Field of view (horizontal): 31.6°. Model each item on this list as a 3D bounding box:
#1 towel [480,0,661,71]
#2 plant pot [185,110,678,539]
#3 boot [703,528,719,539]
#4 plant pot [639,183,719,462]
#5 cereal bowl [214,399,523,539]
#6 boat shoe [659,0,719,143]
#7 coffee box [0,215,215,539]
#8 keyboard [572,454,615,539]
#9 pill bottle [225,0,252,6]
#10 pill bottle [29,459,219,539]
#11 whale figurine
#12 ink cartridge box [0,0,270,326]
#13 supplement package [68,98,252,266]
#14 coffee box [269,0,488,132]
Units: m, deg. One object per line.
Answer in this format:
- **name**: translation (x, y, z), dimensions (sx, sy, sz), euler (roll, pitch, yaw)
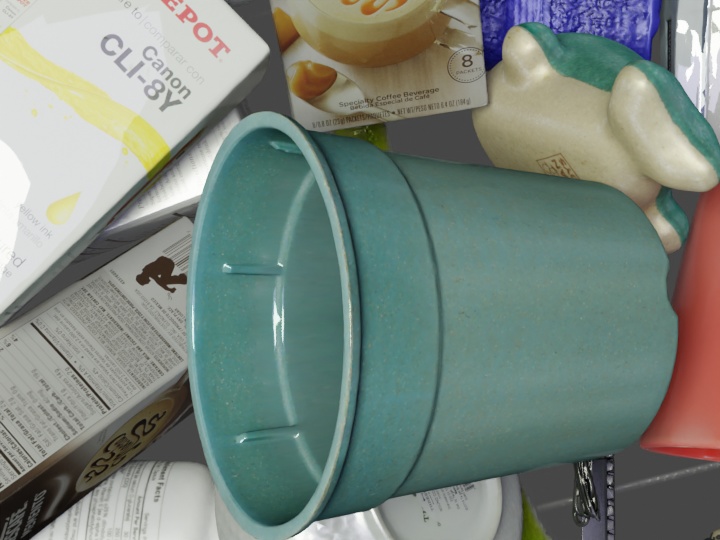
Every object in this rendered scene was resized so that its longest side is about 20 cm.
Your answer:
- **towel**: translation (0.091, -0.198, 0.793), dimensions (0.200, 0.050, 0.148), euler (2, 91, 1)
- **plant pot**: translation (0.037, 0.027, 0.638), dimensions (0.196, 0.200, 0.200), euler (1, 92, -26)
- **boot**: translation (0.239, 0.265, 0.790), dimensions (0.154, 0.073, 0.204), euler (-38, 84, 3)
- **plant pot**: translation (0.268, 0.026, 0.735), dimensions (0.200, 0.200, 0.177), euler (7, 82, 1)
- **cereal bowl**: translation (0.020, 0.131, 0.737), dimensions (0.200, 0.083, 0.200), euler (12, 66, -30)
- **boat shoe**: translation (0.233, -0.159, 0.780), dimensions (0.086, 0.075, 0.202), euler (1, 95, 1)
- **coffee box**: translation (-0.158, 0.070, 0.710), dimensions (0.080, 0.113, 0.200), euler (46, 52, 9)
- **keyboard**: translation (0.140, 0.104, 0.749), dimensions (0.021, 0.127, 0.200), euler (-3, 80, 18)
- **pill bottle**: translation (-0.111, -0.221, 0.767), dimensions (0.200, 0.109, 0.109), euler (11, 92, 0)
- **pill bottle**: translation (-0.144, 0.172, 0.778), dimensions (0.200, 0.113, 0.113), euler (2, 92, 1)
- **whale figurine**: translation (0.146, -0.084, 0.718), dimensions (0.104, 0.200, 0.159), euler (-40, 98, -12)
- **ink cartridge box**: translation (-0.166, -0.090, 0.648), dimensions (0.145, 0.083, 0.200), euler (46, 82, -5)
- **supplement package**: translation (-0.166, -0.073, 0.766), dimensions (0.200, 0.120, 0.121), euler (-20, 91, 1)
- **coffee box**: translation (0.000, -0.181, 0.679), dimensions (0.114, 0.080, 0.200), euler (-10, 131, 2)
